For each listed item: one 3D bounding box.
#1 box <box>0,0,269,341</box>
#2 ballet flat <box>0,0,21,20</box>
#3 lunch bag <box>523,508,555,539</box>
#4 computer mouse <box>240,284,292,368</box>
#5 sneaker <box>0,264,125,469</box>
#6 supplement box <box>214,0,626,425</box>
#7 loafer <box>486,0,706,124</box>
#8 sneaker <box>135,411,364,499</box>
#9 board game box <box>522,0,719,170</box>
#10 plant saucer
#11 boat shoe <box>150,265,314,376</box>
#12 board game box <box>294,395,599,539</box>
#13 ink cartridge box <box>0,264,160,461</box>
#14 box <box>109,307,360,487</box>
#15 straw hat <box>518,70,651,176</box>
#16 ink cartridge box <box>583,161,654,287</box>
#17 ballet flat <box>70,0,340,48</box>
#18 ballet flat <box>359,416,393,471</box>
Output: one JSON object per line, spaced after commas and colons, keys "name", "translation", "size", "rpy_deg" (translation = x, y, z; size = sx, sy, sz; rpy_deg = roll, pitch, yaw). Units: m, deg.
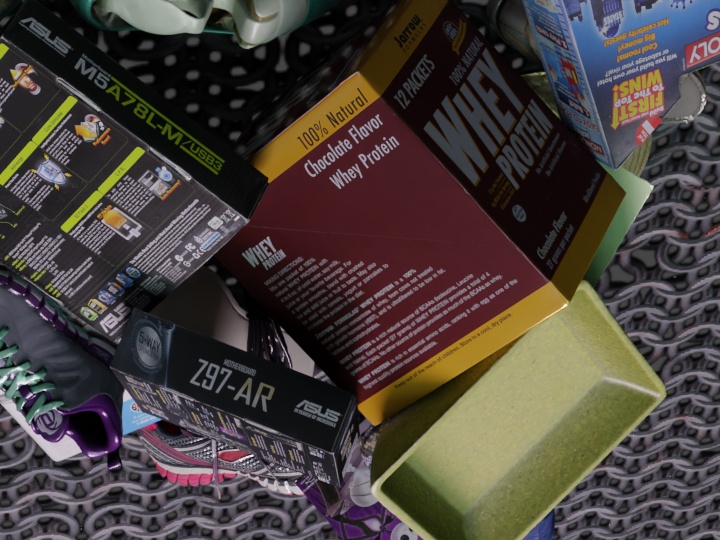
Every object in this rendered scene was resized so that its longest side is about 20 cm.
{"name": "box", "translation": [-0.185, -0.058, 1.418], "size": [0.193, 0.048, 0.200], "rpy_deg": [38, 140, -11]}
{"name": "ballet flat", "translation": [-0.210, -0.204, 1.348], "size": [0.199, 0.071, 0.071], "rpy_deg": [-35, 136, 23]}
{"name": "lunch bag", "translation": [0.080, 0.128, 1.707], "size": [0.134, 0.201, 0.133], "rpy_deg": [-7, 137, 2]}
{"name": "computer mouse", "translation": [0.000, 0.000, 1.638], "size": [0.198, 0.046, 0.142], "rpy_deg": [-15, 119, -5]}
{"name": "sneaker", "translation": [-0.230, 0.066, 1.526], "size": [0.074, 0.088, 0.200], "rpy_deg": [-34, 136, 23]}
{"name": "supplement box", "translation": [0.028, -0.044, 1.454], "size": [0.200, 0.133, 0.197], "rpy_deg": [46, 131, -11]}
{"name": "loafer", "translation": [0.171, -0.140, 1.521], "size": [0.199, 0.063, 0.072], "rpy_deg": [24, 111, -35]}
{"name": "sneaker", "translation": [-0.085, 0.128, 1.721], "size": [0.198, 0.081, 0.075], "rpy_deg": [-6, 141, 19]}
{"name": "board game box", "translation": [0.187, -0.179, 1.435], "size": [0.199, 0.062, 0.201], "rpy_deg": [-21, 124, -22]}
{"name": "plant saucer", "translation": [0.102, 0.103, 1.524], "size": [0.200, 0.048, 0.200], "rpy_deg": [-45, 144, -1]}
{"name": "boat shoe", "translation": [-0.118, 0.046, 1.653], "size": [0.061, 0.073, 0.199], "rpy_deg": [0, 159, 41]}
{"name": "board game box", "translation": [0.063, 0.133, 1.612], "size": [0.200, 0.120, 0.032], "rpy_deg": [-43, 180, 0]}
{"name": "ink cartridge box", "translation": [-0.225, 0.048, 1.628], "size": [0.115, 0.067, 0.200], "rpy_deg": [-21, 139, 9]}
{"name": "box", "translation": [-0.081, 0.092, 1.507], "size": [0.159, 0.044, 0.200], "rpy_deg": [21, 169, 6]}
{"name": "straw hat", "translation": [0.135, -0.045, 1.611], "size": [0.199, 0.086, 0.202], "rpy_deg": [-8, 140, -7]}
{"name": "ink cartridge box", "translation": [0.085, -0.052, 1.538], "size": [0.199, 0.048, 0.146], "rpy_deg": [33, 132, 7]}
{"name": "ballet flat", "translation": [-0.094, -0.172, 1.409], "size": [0.198, 0.071, 0.068], "rpy_deg": [2, 137, -19]}
{"name": "ballet flat", "translation": [0.071, 0.070, 1.567], "size": [0.200, 0.072, 0.072], "rpy_deg": [-46, 135, 2]}
